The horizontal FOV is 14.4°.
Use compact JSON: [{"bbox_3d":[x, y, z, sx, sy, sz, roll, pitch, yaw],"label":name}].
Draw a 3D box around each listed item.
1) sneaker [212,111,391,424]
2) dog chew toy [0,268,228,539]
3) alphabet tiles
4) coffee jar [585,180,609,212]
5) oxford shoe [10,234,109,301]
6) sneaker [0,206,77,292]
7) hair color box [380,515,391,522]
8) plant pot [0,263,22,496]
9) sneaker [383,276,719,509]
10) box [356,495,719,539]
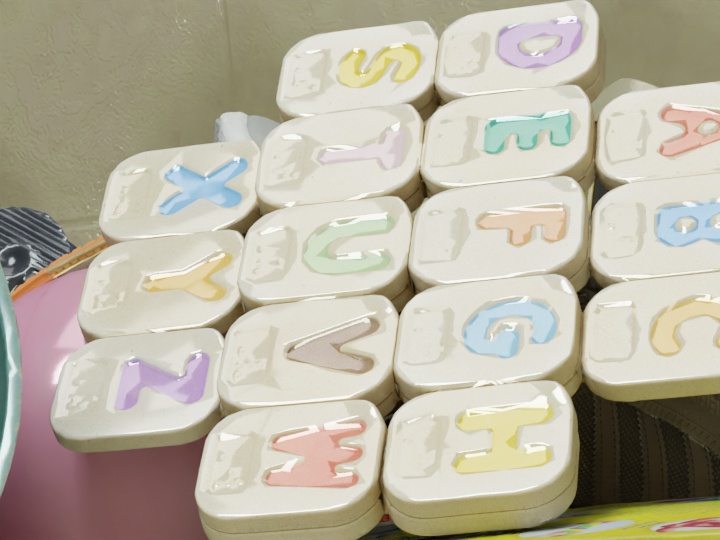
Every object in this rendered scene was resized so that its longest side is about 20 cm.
[{"bbox_3d":[0.000,0.000,0.941,0.082,0.075,0.200,1,-17,15],"label":"sneaker"},{"bbox_3d":[-0.114,0.072,0.860,0.199,0.125,0.124,-14,-4,20],"label":"dog chew toy"},{"bbox_3d":[0.014,-0.005,0.782,0.195,0.015,0.200,-5,42,13],"label":"alphabet tiles"},{"bbox_3d":[0.092,0.006,1.176,0.104,0.086,0.200,13,-21,-34],"label":"coffee jar"},{"bbox_3d":[-0.116,0.065,0.975,0.200,0.071,0.073,-47,20,1],"label":"oxford shoe"},{"bbox_3d":[-0.166,0.073,1.075,0.070,0.200,0.082,37,-10,26],"label":"sneaker"},{"bbox_3d":[0.024,0.085,0.991,0.199,0.062,0.101,-8,-2,33],"label":"hair color box"},{"bbox_3d":[-0.196,0.054,0.747,0.199,0.201,0.134,-6,-27,-17],"label":"plant pot"},{"bbox_3d":[0.079,0.053,0.861,0.200,0.076,0.071,35,22,-27],"label":"sneaker"},{"bbox_3d":[0.067,0.085,0.738,0.199,0.049,0.117,-10,-3,39],"label":"box"}]
